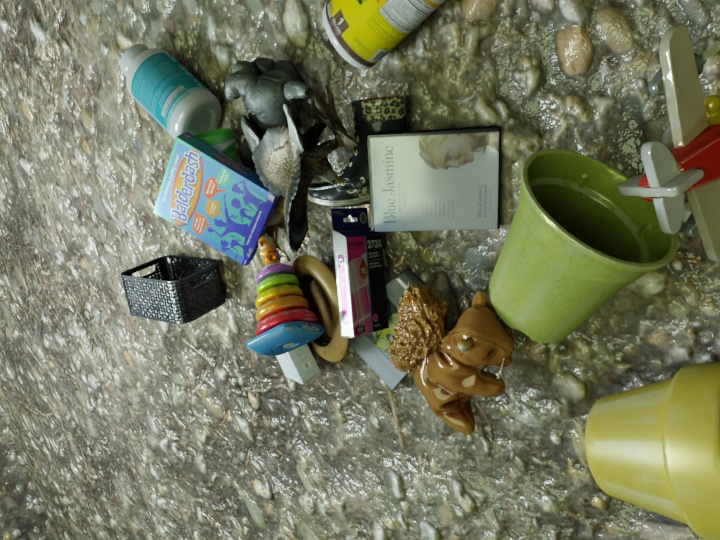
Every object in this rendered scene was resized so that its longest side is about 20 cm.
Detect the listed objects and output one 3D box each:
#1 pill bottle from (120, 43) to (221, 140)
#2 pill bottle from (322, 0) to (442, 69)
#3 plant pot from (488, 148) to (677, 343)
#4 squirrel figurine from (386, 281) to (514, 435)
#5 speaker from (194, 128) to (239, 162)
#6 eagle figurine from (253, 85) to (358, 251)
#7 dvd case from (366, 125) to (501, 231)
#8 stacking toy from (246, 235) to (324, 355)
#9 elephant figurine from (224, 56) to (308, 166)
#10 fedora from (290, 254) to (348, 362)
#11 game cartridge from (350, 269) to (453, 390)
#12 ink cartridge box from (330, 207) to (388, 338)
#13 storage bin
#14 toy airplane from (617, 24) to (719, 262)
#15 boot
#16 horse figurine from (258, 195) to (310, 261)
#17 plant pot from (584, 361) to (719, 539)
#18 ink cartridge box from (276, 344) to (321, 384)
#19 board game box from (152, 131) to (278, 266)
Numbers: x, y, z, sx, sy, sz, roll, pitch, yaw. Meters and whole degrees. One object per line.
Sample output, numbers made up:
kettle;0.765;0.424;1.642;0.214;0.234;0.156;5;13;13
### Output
pill bottle;-0.361;-0.335;1.037;0.199;0.110;0.112;43;126;12
pill bottle;0.045;-0.376;0.744;0.197;0.109;0.112;-30;91;38
plant pot;0.256;-0.015;0.708;0.198;0.199;0.187;37;136;16
squirrel figurine;0.129;0.109;0.805;0.196;0.143;0.189;29;151;12
speaker;-0.257;-0.155;1.044;0.086;0.088;0.207;6;117;31
eagle figurine;-0.089;-0.148;0.821;0.150;0.153;0.199;41;116;-13
dvd case;0.107;-0.131;0.812;0.192;0.018;0.148;0;110;11
stacking toy;-0.142;0.031;0.949;0.107;0.115;0.206;-25;68;26
elephant figurine;-0.152;-0.240;0.938;0.136;0.157;0.206;2;126;-3
fedora;-0.056;0.060;0.991;0.198;0.080;0.207;31;132;41
game cartridge;0.062;0.103;0.970;0.133;0.040;0.202;45;127;16
ink cartridge box;0.000;0.000;0.904;0.036;0.093;0.208;-5;92;41
storage bin;-0.404;0.038;1.197;0.194;0.134;0.097;6;112;32
toy airplane;0.369;-0.130;0.602;0.193;0.142;0.206;17;107;-9
boot;-0.003;-0.186;0.873;0.197;0.073;0.159;0;111;26
horse figurine;-0.153;-0.086;1.028;0.199;0.049;0.136;-37;76;43
plant pot;0.401;0.226;0.699;0.187;0.198;0.206;-21;97;53
ink cartridge box;-0.155;0.114;1.065;0.205;0.046;0.159;63;161;-5
board game box;-0.255;-0.124;0.982;0.196;0.045;0.155;29;116;-2
